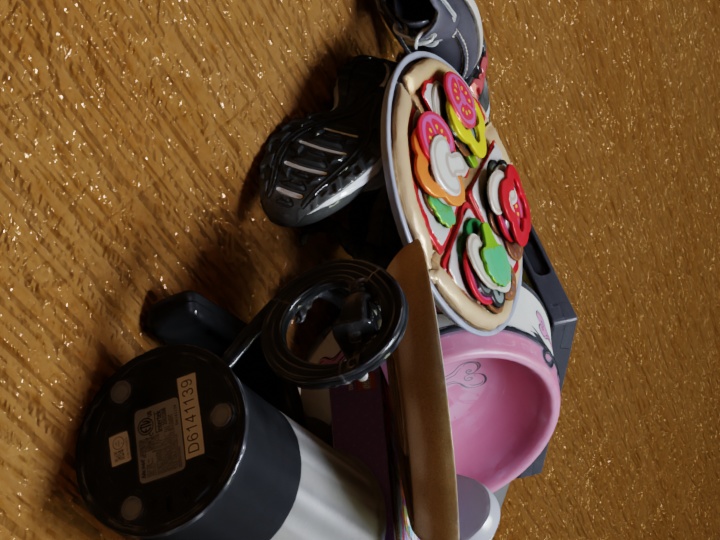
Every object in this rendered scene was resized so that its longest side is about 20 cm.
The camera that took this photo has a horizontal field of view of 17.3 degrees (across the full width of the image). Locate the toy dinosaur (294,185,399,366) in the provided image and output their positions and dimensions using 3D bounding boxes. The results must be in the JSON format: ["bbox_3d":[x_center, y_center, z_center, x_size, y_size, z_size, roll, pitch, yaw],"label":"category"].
[{"bbox_3d":[0.000,0.000,1.641,0.048,0.087,0.201,110,-19,-51],"label":"toy dinosaur"}]

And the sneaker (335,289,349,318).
[{"bbox_3d":[0.050,0.023,1.809,0.200,0.086,0.075,-47,143,-57],"label":"sneaker"}]

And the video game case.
[{"bbox_3d":[0.116,0.034,1.874,0.201,0.025,0.182,98,-24,-50],"label":"video game case"}]

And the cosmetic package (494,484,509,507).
[{"bbox_3d":[0.071,0.184,1.977,0.107,0.089,0.201,69,36,-63],"label":"cosmetic package"}]

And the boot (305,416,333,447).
[{"bbox_3d":[-0.045,0.196,1.625,0.075,0.073,0.202,-135,-135,-79],"label":"boot"}]

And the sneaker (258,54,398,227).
[{"bbox_3d":[-0.010,-0.073,1.607,0.200,0.073,0.080,-48,151,-54],"label":"sneaker"}]

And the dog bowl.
[{"bbox_3d":[0.056,0.095,1.710,0.201,0.199,0.074,83,-13,-45],"label":"dog bowl"}]

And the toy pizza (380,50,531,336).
[{"bbox_3d":[0.073,-0.055,1.618,0.200,0.032,0.202,40,43,-50],"label":"toy pizza"}]

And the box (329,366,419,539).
[{"bbox_3d":[0.017,0.182,1.562,0.137,0.039,0.201,69,14,-58],"label":"box"}]

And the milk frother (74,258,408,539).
[{"bbox_3d":[-0.035,0.101,1.422,0.188,0.199,0.182,40,52,-54],"label":"milk frother"}]

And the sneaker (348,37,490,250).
[{"bbox_3d":[0.050,-0.083,1.762,0.098,0.070,0.202,66,40,-56],"label":"sneaker"}]

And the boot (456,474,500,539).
[{"bbox_3d":[0.034,0.208,1.702,0.096,0.199,0.074,42,44,-38],"label":"boot"}]

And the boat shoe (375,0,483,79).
[{"bbox_3d":[0.031,-0.185,1.642,0.200,0.072,0.063,61,40,-51],"label":"boat shoe"}]

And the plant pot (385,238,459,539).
[{"bbox_3d":[0.035,0.082,1.474,0.200,0.027,0.202,173,-90,-87],"label":"plant pot"}]
